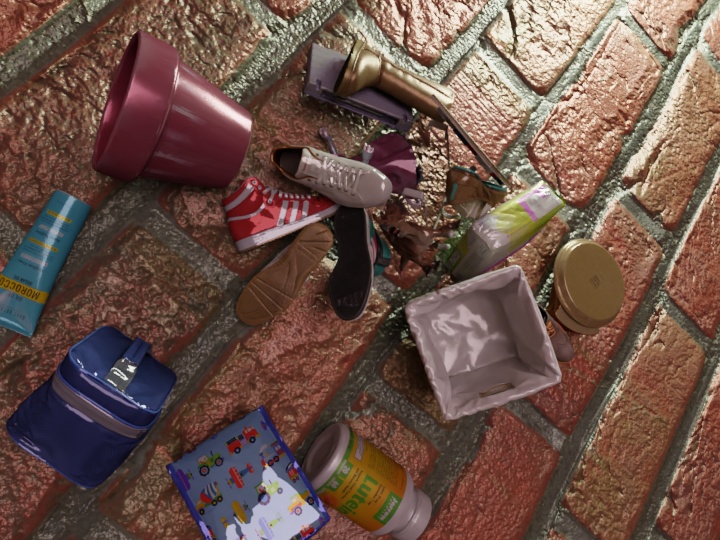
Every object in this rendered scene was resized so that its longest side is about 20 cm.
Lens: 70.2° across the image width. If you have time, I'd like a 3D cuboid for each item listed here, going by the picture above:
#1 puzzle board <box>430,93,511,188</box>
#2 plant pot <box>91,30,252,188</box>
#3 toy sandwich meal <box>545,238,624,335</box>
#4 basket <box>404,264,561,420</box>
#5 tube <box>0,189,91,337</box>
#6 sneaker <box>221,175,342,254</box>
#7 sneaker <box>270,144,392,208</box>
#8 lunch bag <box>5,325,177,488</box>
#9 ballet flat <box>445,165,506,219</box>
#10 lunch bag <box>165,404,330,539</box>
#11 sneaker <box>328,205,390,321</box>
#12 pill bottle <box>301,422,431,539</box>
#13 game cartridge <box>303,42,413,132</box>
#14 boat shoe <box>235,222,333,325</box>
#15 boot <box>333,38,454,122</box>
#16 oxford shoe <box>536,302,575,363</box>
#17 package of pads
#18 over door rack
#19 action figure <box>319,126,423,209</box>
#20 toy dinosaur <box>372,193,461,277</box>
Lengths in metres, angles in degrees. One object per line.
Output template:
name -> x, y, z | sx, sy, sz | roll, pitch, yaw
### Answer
puzzle board -> 0.189, -0.209, 0.864 | 0.017, 0.200, 0.151 | -40, 74, 18
plant pot -> -0.266, -0.208, 0.745 | 0.179, 0.200, 0.201 | 18, 76, -35
toy sandwich meal -> 0.460, 0.036, 1.064 | 0.205, 0.070, 0.206 | 5, 76, -21
basket -> 0.191, 0.110, 0.860 | 0.198, 0.161, 0.201 | -20, 91, 2
tube -> -0.448, -0.014, 0.714 | 0.077, 0.050, 0.200 | 25, 79, -9
sneaker -> -0.127, -0.115, 0.841 | 0.200, 0.071, 0.113 | -25, 95, -21
sneaker -> -0.052, -0.145, 0.797 | 0.199, 0.085, 0.073 | 18, 99, 14
lunch bag -> -0.323, 0.156, 0.661 | 0.136, 0.200, 0.132 | 42, 88, -14
ballet flat -> 0.190, -0.123, 0.861 | 0.200, 0.068, 0.073 | -1, 112, -61
lunch bag -> -0.148, 0.320, 0.712 | 0.150, 0.094, 0.200 | -29, 62, -23
sneaker -> 0.000, 0.000, 0.848 | 0.083, 0.121, 0.201 | -7, 65, 21
pill bottle -> 0.013, 0.341, 0.810 | 0.200, 0.111, 0.111 | 39, 70, -13
game cartridge -> -0.001, -0.326, 0.917 | 0.199, 0.038, 0.130 | 15, 46, -19
boat shoe -> -0.118, 0.007, 0.830 | 0.071, 0.069, 0.200 | 45, 90, -5
boot -> 0.064, -0.311, 0.875 | 0.200, 0.066, 0.175 | 26, 46, -12
oxford shoe -> 0.346, 0.113, 0.990 | 0.200, 0.073, 0.071 | 42, 93, -7
package of pads -> 0.265, -0.068, 0.944 | 0.200, 0.155, 0.068 | -31, 73, -23
over door rack -> 0.150, -0.140, 0.905 | 0.200, 0.066, 0.148 | 48, 59, -57
action figure -> 0.000, -0.174, 0.905 | 0.199, 0.134, 0.149 | -18, 128, -14
toy dinosaur -> 0.074, -0.059, 0.853 | 0.135, 0.200, 0.086 | 24, 76, -4
